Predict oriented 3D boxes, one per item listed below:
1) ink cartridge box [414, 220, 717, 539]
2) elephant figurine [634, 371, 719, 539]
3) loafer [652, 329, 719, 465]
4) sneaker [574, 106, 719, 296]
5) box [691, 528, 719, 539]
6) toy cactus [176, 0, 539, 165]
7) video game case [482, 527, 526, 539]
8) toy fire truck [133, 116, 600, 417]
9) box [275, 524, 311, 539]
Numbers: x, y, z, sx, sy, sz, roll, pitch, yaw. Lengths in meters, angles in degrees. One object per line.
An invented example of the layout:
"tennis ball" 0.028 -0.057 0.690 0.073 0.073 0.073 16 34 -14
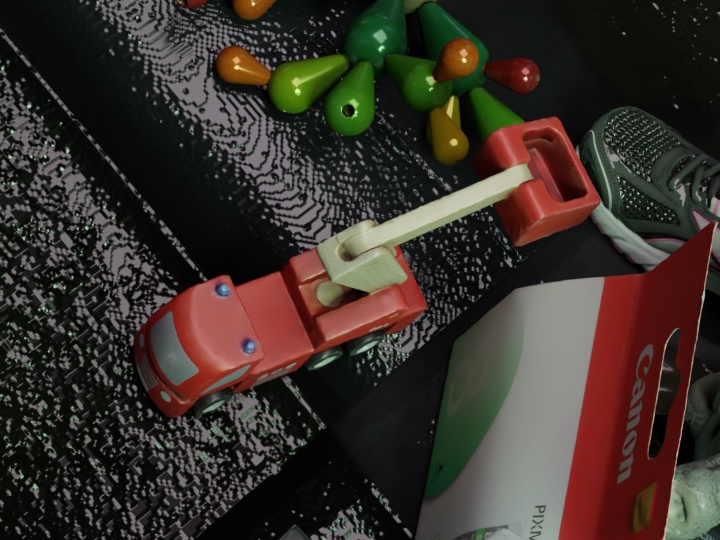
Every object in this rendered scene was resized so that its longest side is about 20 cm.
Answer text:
"ink cartridge box" 0.085 0.075 0.975 0.050 0.200 0.161 20 61 -12
"elephant figurine" 0.211 0.071 0.998 0.200 0.155 0.142 -31 37 -1
"loafer" 0.183 0.079 1.098 0.199 0.073 0.072 19 72 -9
"sneaker" 0.208 -0.025 1.131 0.200 0.086 0.080 38 57 5
"box" 0.130 0.220 0.948 0.122 0.106 0.200 34 41 -12
"toy cactus" 0.013 -0.140 1.111 0.199 0.102 0.165 25 51 -2
"video game case" -0.004 0.222 0.862 0.022 0.201 0.182 28 35 27
"toy fire truck" 0.000 0.000 1.006 0.199 0.141 0.049 -20 76 -29
"box" -0.087 0.213 0.878 0.079 0.141 0.200 46 59 0
